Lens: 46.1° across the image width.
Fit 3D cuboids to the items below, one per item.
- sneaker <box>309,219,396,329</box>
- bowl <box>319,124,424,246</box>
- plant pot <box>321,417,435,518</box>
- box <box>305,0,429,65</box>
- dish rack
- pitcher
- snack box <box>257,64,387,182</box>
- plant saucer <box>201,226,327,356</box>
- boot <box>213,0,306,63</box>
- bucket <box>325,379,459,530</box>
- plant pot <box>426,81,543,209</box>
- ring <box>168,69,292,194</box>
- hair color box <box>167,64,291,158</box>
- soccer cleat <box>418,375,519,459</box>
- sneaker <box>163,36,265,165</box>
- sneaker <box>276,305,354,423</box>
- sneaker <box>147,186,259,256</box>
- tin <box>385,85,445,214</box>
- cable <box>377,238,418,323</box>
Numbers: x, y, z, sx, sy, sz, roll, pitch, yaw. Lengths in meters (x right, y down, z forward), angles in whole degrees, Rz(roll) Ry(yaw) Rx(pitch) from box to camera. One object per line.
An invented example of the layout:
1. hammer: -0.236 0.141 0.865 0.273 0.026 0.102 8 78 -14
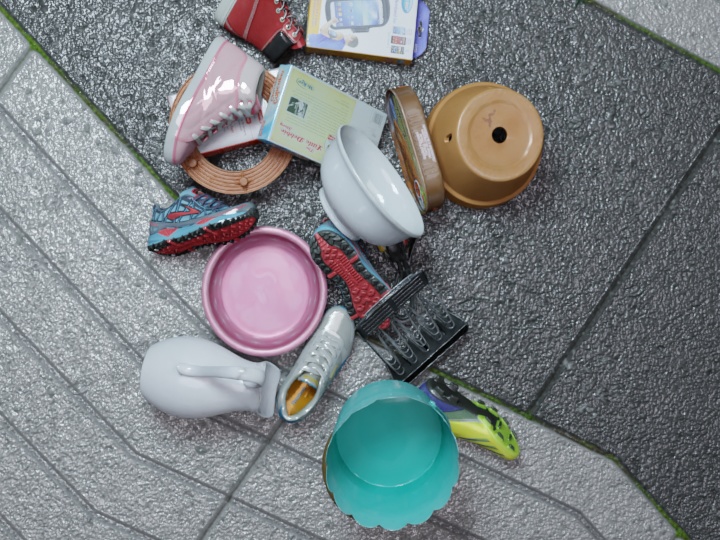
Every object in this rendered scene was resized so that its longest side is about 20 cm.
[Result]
1. sneaker: 0.000 0.000 1.327 0.078 0.096 0.202 -24 113 20
2. bowl: 0.001 -0.109 1.259 0.090 0.201 0.202 -36 94 19
3. plant pot: 0.035 0.319 1.358 0.196 0.027 0.204 0 96 1
4. box: 0.014 -0.402 1.355 0.196 0.041 0.122 5 90 -3
5. dish rack: 0.077 0.088 1.300 0.153 0.200 0.055 -42 57 -3
6. pitcher: -0.229 0.159 1.268 0.196 0.172 0.123 8 70 4
7. snack box: -0.055 -0.222 1.302 0.198 0.037 0.118 19 88 -39
8. plant saucer: -0.151 0.033 1.338 0.196 0.051 0.205 0 90 -3
9. boot: -0.122 -0.424 1.294 0.143 0.073 0.201 34 126 -5
10. bucket: 0.047 0.269 1.269 0.203 0.135 0.211 0 99 0
11. plant pot: 0.201 -0.201 1.324 0.196 0.140 0.204 0 92 -5
12. ring: -0.193 -0.218 1.289 0.196 0.019 0.205 0 94 -5
13. hair color box: -0.192 -0.246 1.327 0.196 0.061 0.103 -14 92 -4
14. soccer cleat: 0.170 0.249 1.375 0.199 0.065 0.084 35 117 -9
15. sneaker: -0.207 -0.232 1.239 0.103 0.075 0.203 27 86 -1
16. sneaker: -0.066 0.151 1.334 0.076 0.081 0.202 28 87 -3
17. sneaker: -0.247 -0.088 1.291 0.197 0.079 0.097 -12 74 21
18. tin: 0.086 -0.190 1.327 0.041 0.112 0.203 -17 93 -5
19. cable: 0.065 -0.021 1.371 0.096 0.050 0.203 -18 103 -6
